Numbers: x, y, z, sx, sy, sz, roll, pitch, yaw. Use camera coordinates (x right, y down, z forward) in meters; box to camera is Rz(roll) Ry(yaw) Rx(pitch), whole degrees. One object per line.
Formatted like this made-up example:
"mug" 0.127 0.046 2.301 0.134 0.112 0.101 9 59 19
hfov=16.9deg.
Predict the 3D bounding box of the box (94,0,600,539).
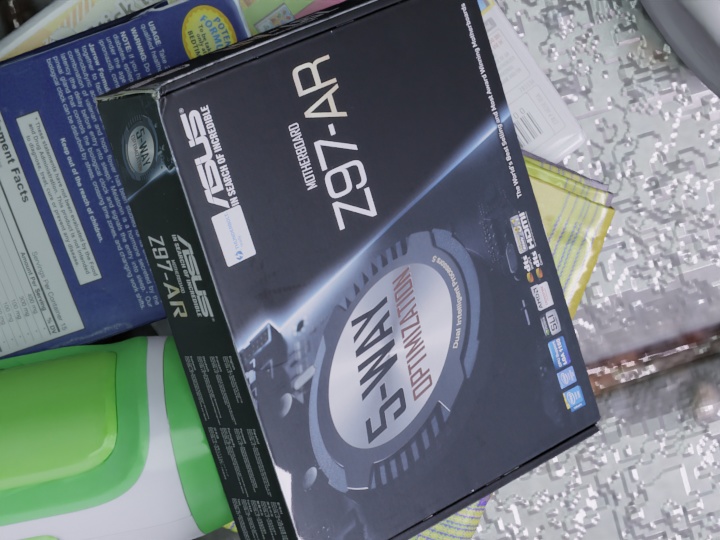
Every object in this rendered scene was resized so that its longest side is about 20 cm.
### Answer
"box" 0.000 0.000 0.945 0.160 0.043 0.201 -24 102 -35

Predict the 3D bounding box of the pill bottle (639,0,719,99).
"pill bottle" 0.214 -0.158 1.006 0.200 0.104 0.104 -41 100 -2

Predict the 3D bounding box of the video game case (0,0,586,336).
"video game case" -0.034 -0.071 1.026 0.200 0.023 0.182 -36 100 -1

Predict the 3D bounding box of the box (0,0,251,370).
"box" -0.120 -0.031 0.988 0.199 0.032 0.122 -18 100 13

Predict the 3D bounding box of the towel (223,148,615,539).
"towel" 0.011 0.028 1.022 0.143 0.023 0.201 21 95 -10

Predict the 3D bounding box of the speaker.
"speaker" -0.151 0.082 0.972 0.199 0.088 0.089 -11 98 5
